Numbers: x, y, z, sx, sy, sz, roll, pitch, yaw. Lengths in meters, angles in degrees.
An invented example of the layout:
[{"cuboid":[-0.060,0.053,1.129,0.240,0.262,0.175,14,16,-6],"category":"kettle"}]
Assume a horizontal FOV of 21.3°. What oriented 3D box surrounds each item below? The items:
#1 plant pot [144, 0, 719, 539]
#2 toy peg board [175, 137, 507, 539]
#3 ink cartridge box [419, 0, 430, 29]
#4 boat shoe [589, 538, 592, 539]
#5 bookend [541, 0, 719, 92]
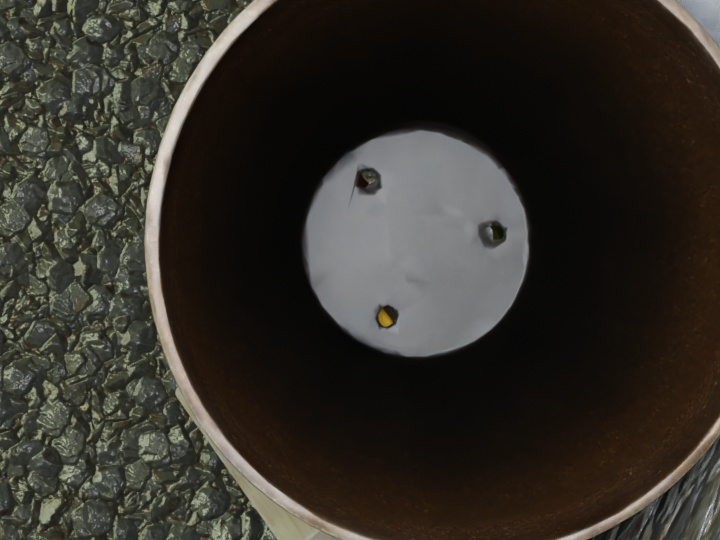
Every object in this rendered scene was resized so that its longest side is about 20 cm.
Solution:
[{"cuboid":[0.026,-0.011,0.653,0.200,0.187,0.187,-150,85,-87],"category":"plant pot"},{"cuboid":[0.000,0.000,0.839,0.199,0.098,0.200,-39,24,-5],"category":"toy peg board"},{"cuboid":[0.053,-0.180,0.706,0.200,0.083,0.147,-50,-7,-10],"category":"ink cartridge box"},{"cuboid":[0.045,0.098,0.677,0.068,0.072,0.200,-51,7,-5],"category":"boat shoe"},{"cuboid":[0.154,-0.150,0.757,0.199,0.092,0.200,-58,-5,12],"category":"bookend"}]
